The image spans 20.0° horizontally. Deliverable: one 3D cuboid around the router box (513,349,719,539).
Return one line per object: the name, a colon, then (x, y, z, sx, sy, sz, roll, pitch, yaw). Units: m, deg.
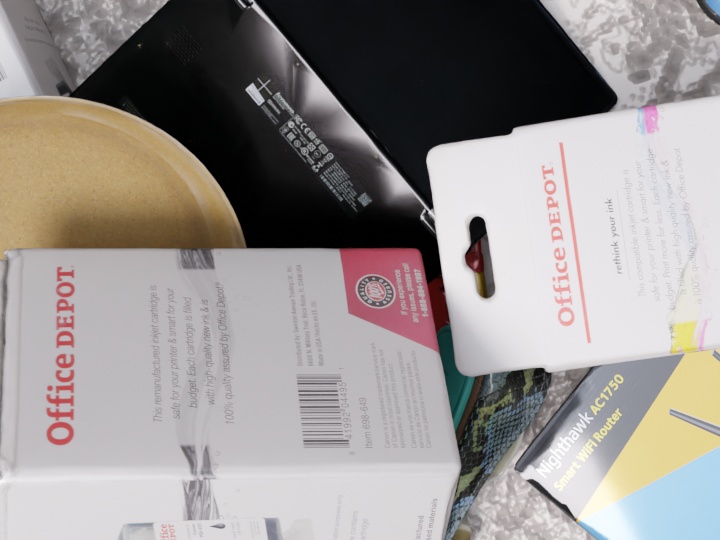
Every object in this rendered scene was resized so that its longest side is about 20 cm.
router box: (0.195, 0.067, 1.023, 0.149, 0.051, 0.201, 38, 100, 7)

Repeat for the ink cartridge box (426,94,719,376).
ink cartridge box: (0.138, -0.019, 0.969, 0.198, 0.067, 0.118, -8, 90, 9)

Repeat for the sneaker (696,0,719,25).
sneaker: (0.240, -0.194, 0.985, 0.200, 0.090, 0.079, -41, 85, 10)

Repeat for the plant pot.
plant pot: (-0.153, 0.004, 0.995, 0.198, 0.028, 0.202, -3, 117, -6)

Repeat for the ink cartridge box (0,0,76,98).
ink cartridge box: (-0.208, -0.043, 1.074, 0.145, 0.085, 0.201, -26, 87, 9)

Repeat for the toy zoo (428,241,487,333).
toy zoo: (0.000, 0.000, 1.072, 0.130, 0.020, 0.202, -7, 92, 10)

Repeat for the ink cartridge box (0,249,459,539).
ink cartridge box: (-0.066, 0.066, 0.928, 0.198, 0.146, 0.085, 1, 132, -9)

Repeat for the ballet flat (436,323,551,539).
ballet flat: (0.039, 0.114, 1.043, 0.074, 0.074, 0.201, 32, 117, 7)

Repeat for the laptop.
laptop: (-0.011, -0.083, 1.038, 0.200, 0.116, 0.188, -39, 95, 26)
